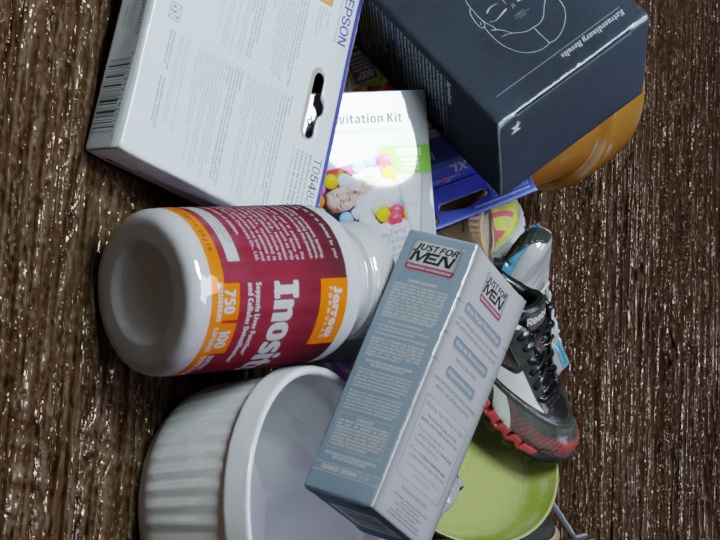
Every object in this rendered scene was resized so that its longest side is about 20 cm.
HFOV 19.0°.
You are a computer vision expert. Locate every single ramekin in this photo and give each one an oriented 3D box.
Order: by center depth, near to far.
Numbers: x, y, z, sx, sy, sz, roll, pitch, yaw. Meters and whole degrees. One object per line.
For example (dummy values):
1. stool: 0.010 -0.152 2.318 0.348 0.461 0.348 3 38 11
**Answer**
1. ramekin: -0.072 0.169 1.527 0.200 0.104 0.202 14 74 -60

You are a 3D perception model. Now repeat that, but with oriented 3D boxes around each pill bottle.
1. pill bottle: -0.073 0.011 1.489 0.199 0.112 0.114 -4 89 -43

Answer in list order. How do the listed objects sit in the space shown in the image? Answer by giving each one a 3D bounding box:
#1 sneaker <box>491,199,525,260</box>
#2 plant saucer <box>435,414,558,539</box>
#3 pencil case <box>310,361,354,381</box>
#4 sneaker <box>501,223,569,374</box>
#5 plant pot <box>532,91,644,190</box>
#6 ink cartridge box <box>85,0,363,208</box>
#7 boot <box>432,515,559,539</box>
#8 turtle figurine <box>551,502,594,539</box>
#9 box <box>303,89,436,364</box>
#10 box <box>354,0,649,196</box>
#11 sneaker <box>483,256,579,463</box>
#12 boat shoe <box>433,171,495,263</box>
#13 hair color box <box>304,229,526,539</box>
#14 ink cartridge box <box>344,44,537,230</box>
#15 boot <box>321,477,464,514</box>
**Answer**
1. sneaker: 0.083 -0.037 1.873 0.091 0.078 0.200 62 34 -24
2. plant saucer: 0.072 0.144 1.778 0.199 0.031 0.201 18 49 -22
3. pencil case: 0.000 0.000 1.715 0.085 0.084 0.201 35 52 -29
4. sneaker: 0.149 0.047 1.873 0.075 0.086 0.201 -46 158 -43
5. plant pot: 0.113 -0.142 1.836 0.183 0.199 0.202 -37 119 -44
6. ink cartridge box: -0.094 -0.144 1.542 0.199 0.040 0.201 26 70 -43
7. boot: 0.119 0.186 1.897 0.200 0.077 0.140 3 85 -62
8. turtle figurine: 0.160 0.279 1.748 0.143 0.193 0.202 -6 100 -50
9. box: -0.021 -0.032 1.615 0.041 0.155 0.202 159 -72 -75
10. box: 0.101 -0.187 1.643 0.148 0.200 0.107 -35 154 -14
11. sneaker: 0.128 0.070 1.767 0.201 0.098 0.071 55 39 -8
12. boat shoe: 0.074 -0.030 1.710 0.072 0.072 0.201 74 7 -64
13. hair color box: 0.041 0.085 1.520 0.099 0.060 0.201 45 64 -54
14. ink cartridge box: 0.052 -0.130 1.703 0.042 0.119 0.201 75 -6 -63
15. boot: 0.040 0.143 1.686 0.095 0.074 0.201 34 51 -4
